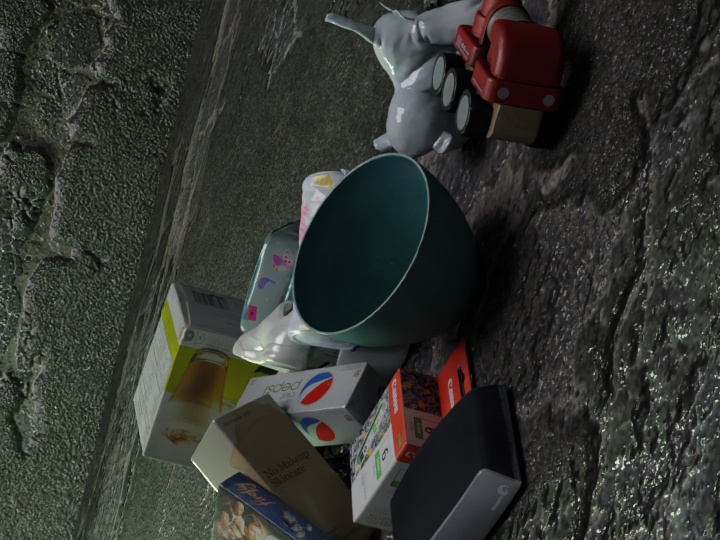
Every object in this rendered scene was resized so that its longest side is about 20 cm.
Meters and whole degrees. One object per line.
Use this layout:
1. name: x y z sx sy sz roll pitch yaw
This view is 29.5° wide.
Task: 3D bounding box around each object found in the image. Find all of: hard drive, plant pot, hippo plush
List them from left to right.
1. plant pot: 0.045 -0.002 1.410 0.200 0.135 0.200 -32 43 36
2. hippo plush: 0.087 -0.208 1.511 0.159 0.200 0.161 -4 91 35
3. hard drive: 0.083 0.210 1.287 0.135 0.042 0.200 -93 26 -47

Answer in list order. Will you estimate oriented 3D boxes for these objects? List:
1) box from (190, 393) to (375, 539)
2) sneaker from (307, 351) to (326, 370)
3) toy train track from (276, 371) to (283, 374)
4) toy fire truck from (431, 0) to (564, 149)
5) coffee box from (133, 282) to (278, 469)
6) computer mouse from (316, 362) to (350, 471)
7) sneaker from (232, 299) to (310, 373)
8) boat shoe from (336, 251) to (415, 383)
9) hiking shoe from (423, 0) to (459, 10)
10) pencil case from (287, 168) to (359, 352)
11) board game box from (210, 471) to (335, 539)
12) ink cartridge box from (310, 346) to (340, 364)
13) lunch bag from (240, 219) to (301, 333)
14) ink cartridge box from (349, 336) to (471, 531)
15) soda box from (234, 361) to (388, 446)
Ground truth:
1. box: -0.086 0.244 1.512 0.200 0.095 0.078 47 132 17
2. sneaker: -0.076 0.181 1.760 0.082 0.077 0.200 -109 39 -72
3. toy train track: -0.112 0.216 1.812 0.033 0.115 0.200 19 113 32
4. toy fire truck: 0.167 -0.239 1.357 0.176 0.129 0.200 -108 28 -61
5. coffee box: -0.191 0.158 1.920 0.200 0.199 0.198 -127 55 -68
6. computer mouse: -0.025 0.177 1.630 0.110 0.044 0.200 -30 30 22
7. sneaker: -0.098 0.077 1.681 0.200 0.075 0.089 -7 66 69
8. boat shoe: 0.030 0.051 1.562 0.066 0.072 0.200 -76 6 -61
9. hiking shoe: 0.127 -0.357 1.624 0.200 0.074 0.087 -173 99 -72
10. pencil case: -0.032 -0.011 1.527 0.091 0.083 0.200 121 155 -69
11. board game box: -0.077 0.321 1.446 0.200 0.035 0.136 29 123 31
12. ink cartridge box: 0.000 0.000 1.670 0.145 0.083 0.200 -117 46 -66
13. lunch bag: -0.088 0.020 1.837 0.200 0.077 0.161 -27 -44 -72
14. ink cartridge box: 0.050 0.166 1.418 0.109 0.050 0.200 -94 26 -49
15. soda box: -0.056 0.160 1.580 0.200 0.064 0.068 -12 39 44
